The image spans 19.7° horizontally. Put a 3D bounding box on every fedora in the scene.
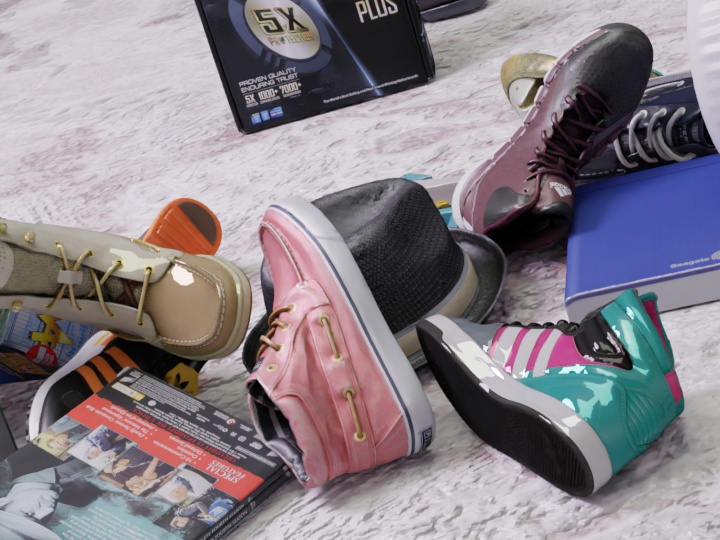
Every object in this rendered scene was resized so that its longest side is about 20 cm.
[{"bbox_3d":[0.000,0.000,1.436,0.201,0.092,0.201,-16,30,9],"label":"fedora"}]

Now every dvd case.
[{"bbox_3d":[-0.152,0.140,1.276,0.146,0.022,0.200,23,40,28],"label":"dvd case"}]

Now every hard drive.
[{"bbox_3d":[0.211,-0.026,1.456,0.132,0.025,0.200,-13,22,12],"label":"hard drive"}]

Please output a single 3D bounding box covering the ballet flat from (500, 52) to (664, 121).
[{"bbox_3d":[0.171,-0.141,1.724,0.071,0.071,0.200,-31,25,-31],"label":"ballet flat"}]

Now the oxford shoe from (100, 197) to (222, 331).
[{"bbox_3d":[-0.177,0.027,1.603,0.073,0.071,0.200,-43,6,46],"label":"oxford shoe"}]

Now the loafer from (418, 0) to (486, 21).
[{"bbox_3d":[0.032,-0.288,2.181,0.200,0.063,0.072,-12,22,13],"label":"loafer"}]

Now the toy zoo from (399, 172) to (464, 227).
[{"bbox_3d":[0.021,-0.028,1.616,0.131,0.020,0.200,-11,23,17],"label":"toy zoo"}]

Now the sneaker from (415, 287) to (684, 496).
[{"bbox_3d":[0.126,0.053,1.248,0.121,0.084,0.200,-30,32,-17],"label":"sneaker"}]

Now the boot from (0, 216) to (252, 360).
[{"bbox_3d":[-0.180,0.008,1.367,0.155,0.072,0.200,12,2,-41],"label":"boot"}]

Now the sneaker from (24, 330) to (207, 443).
[{"bbox_3d":[-0.158,0.087,1.408,0.090,0.070,0.200,-14,20,18],"label":"sneaker"}]

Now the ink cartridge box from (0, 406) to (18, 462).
[{"bbox_3d":[-0.353,0.103,1.418,0.200,0.145,0.088,-5,26,27],"label":"ink cartridge box"}]

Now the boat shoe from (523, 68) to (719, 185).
[{"bbox_3d":[0.219,-0.108,1.581,0.200,0.075,0.093,-20,16,-6],"label":"boat shoe"}]

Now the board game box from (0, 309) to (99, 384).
[{"bbox_3d":[-0.297,0.027,1.503,0.200,0.200,0.062,-1,65,33],"label":"board game box"}]

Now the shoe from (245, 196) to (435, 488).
[{"bbox_3d":[-0.038,0.043,1.305,0.091,0.071,0.200,-20,61,-21],"label":"shoe"}]

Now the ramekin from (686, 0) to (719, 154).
[{"bbox_3d":[0.308,-0.151,1.456,0.105,0.200,0.200,-9,23,31],"label":"ramekin"}]

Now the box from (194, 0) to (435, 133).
[{"bbox_3d":[-0.045,-0.242,1.992,0.200,0.164,0.086,-14,21,7],"label":"box"}]

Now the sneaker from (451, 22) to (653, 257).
[{"bbox_3d":[0.153,-0.082,1.505,0.200,0.076,0.116,-51,21,14],"label":"sneaker"}]
